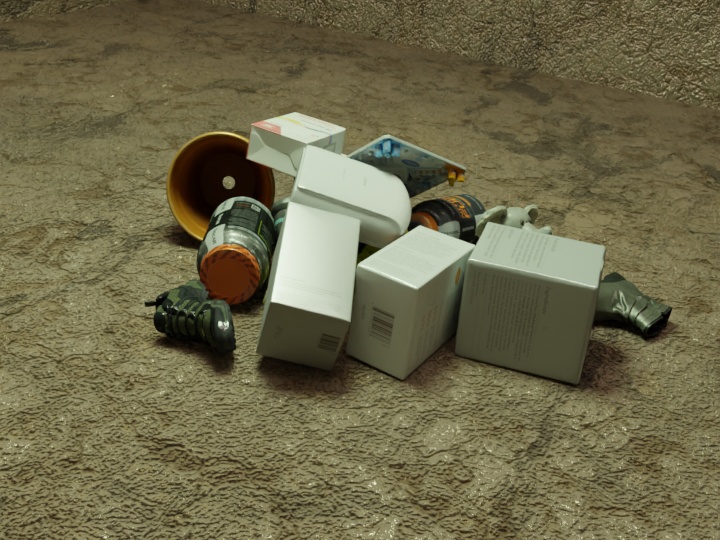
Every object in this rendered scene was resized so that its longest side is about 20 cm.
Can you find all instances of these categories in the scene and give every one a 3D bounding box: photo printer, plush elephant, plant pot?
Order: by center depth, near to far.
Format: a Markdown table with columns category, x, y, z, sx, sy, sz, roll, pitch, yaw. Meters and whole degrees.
| category | x | y | z | sx | sy | sz | roll | pitch | yaw |
| --- | --- | --- | --- | --- | --- | --- | --- | --- | --- |
| photo printer | -0.012 | -0.116 | 1.412 | 0.196 | 0.070 | 0.168 | 18 | 32 | -7 |
| plush elephant | 0.282 | -0.039 | 1.552 | 0.163 | 0.158 | 0.198 | -17 | 34 | -39 |
| plant pot | -0.257 | -0.163 | 1.667 | 0.195 | 0.206 | 0.183 | 4 | 10 | -5 |

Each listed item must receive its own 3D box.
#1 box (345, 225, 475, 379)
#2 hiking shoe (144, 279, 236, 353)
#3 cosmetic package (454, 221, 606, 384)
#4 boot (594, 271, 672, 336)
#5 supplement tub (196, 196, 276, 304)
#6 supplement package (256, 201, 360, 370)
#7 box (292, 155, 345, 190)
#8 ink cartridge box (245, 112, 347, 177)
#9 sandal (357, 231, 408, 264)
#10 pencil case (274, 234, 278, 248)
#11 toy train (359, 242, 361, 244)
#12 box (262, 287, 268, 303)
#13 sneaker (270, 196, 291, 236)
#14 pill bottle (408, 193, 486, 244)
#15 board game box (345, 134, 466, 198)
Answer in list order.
| category | x | y | z | sx | sy | sz | roll | pitch | yaw |
| --- | --- | --- | --- | --- | --- | --- | --- | --- | --- |
| box | 0.078 | 0.043 | 1.341 | 0.105 | 0.156 | 0.199 | 21 | 28 | 25 |
| hiking shoe | -0.252 | 0.080 | 1.302 | 0.099 | 0.078 | 0.199 | -18 | 25 | -26 |
| cosmetic package | 0.265 | 0.046 | 1.365 | 0.195 | 0.169 | 0.165 | 13 | 27 | 15 |
| boot | 0.438 | 0.068 | 1.483 | 0.197 | 0.069 | 0.130 | -19 | 41 | -39 |
| supplement tub | -0.206 | -0.033 | 1.468 | 0.119 | 0.125 | 0.201 | 5 | 25 | -2 |
| supplement package | -0.074 | 0.021 | 1.296 | 0.117 | 0.122 | 0.203 | 13 | 47 | -8 |
| box | -0.045 | -0.177 | 1.759 | 0.159 | 0.088 | 0.200 | 7 | 0 | 2 |
| ink cartridge box | -0.104 | -0.231 | 1.578 | 0.114 | 0.069 | 0.200 | 21 | 24 | 18 |
| sandal | 0.000 | 0.000 | 1.475 | 0.199 | 0.080 | 0.087 | -39 | 0 | -22 |
| pencil case | -0.076 | -0.072 | 1.630 | 0.197 | 0.080 | 0.086 | -15 | 31 | -37 |
| toy train | -0.007 | -0.065 | 1.583 | 0.056 | 0.042 | 0.202 | -11 | 62 | -48 |
| box | -0.101 | -0.009 | 1.458 | 0.074 | 0.050 | 0.202 | 27 | 37 | -11 |
| sneaker | -0.058 | -0.067 | 1.469 | 0.196 | 0.075 | 0.081 | 4 | 59 | -29 |
| pill bottle | 0.152 | -0.081 | 1.638 | 0.105 | 0.109 | 0.198 | 21 | 21 | 29 |
| board game box | 0.053 | -0.163 | 1.547 | 0.197 | 0.027 | 0.198 | 15 | -25 | -38 |
